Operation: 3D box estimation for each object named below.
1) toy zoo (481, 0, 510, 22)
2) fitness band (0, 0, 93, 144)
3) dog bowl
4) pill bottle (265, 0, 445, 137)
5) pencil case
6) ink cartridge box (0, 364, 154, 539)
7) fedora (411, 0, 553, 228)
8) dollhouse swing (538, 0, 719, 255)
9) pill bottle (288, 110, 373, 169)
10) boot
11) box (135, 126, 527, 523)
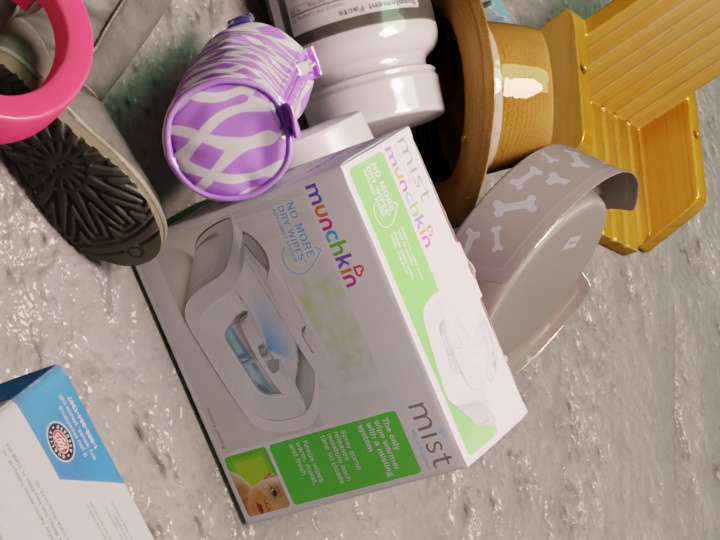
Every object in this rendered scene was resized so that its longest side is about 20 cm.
[{"bbox_3d":[0.078,-0.294,1.799,0.131,0.020,0.200,-33,103,-55],"label":"toy zoo"},{"bbox_3d":[-0.240,-0.156,1.226,0.200,0.037,0.144,41,44,-11],"label":"fitness band"},{"bbox_3d":[0.117,-0.005,1.591,0.059,0.200,0.200,38,29,19],"label":"dog bowl"},{"bbox_3d":[-0.010,-0.195,1.547,0.114,0.114,0.200,-8,82,-56],"label":"pill bottle"},{"bbox_3d":[-0.071,-0.101,1.379,0.200,0.085,0.084,-80,161,-72],"label":"pencil case"},{"bbox_3d":[-0.204,0.162,1.138,0.200,0.084,0.145,-42,110,-54],"label":"ink cartridge box"},{"bbox_3d":[0.091,-0.125,1.592,0.082,0.201,0.201,-3,74,-14],"label":"fedora"},{"bbox_3d":[0.255,-0.134,1.842,0.200,0.176,0.182,23,57,-49],"label":"dollhouse swing"},{"bbox_3d":[0.000,0.000,1.475,0.112,0.112,0.200,-32,103,-55],"label":"pill bottle"},{"bbox_3d":[-0.155,-0.126,1.364,0.182,0.072,0.200,56,30,-26],"label":"boot"},{"bbox_3d":[-0.019,0.035,1.376,0.097,0.176,0.200,-33,104,-55],"label":"box"}]
